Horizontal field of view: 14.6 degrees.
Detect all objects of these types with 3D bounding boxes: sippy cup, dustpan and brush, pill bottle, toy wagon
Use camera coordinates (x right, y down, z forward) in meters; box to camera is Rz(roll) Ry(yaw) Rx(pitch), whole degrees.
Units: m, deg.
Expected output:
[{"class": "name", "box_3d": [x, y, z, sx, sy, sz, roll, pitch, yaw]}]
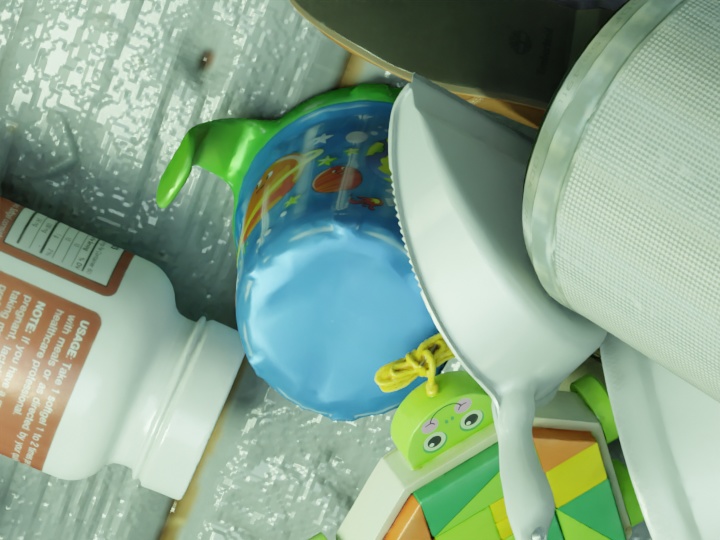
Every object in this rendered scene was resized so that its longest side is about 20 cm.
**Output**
[{"class": "sippy cup", "box_3d": [0.000, 0.000, 1.280, 0.177, 0.130, 0.140, -3, 112, 8]}, {"class": "dustpan and brush", "box_3d": [0.065, 0.029, 1.197, 0.057, 0.200, 0.139, -34, 144, 25]}, {"class": "pill bottle", "box_3d": [-0.159, 0.030, 1.323, 0.200, 0.112, 0.112, 24, 113, -2]}, {"class": "toy wagon", "box_3d": [0.050, 0.106, 1.266, 0.155, 0.040, 0.200, -30, 140, -8]}]

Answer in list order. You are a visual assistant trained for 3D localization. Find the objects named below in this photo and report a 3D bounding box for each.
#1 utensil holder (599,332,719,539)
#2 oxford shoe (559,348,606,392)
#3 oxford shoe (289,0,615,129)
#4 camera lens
[{"class": "utensil holder", "box_3d": [0.227, 0.064, 1.256, 0.200, 0.170, 0.170, -18, 109, 13]}, {"class": "oxford shoe", "box_3d": [0.058, 0.117, 1.351, 0.071, 0.074, 0.200, 35, 112, -7]}, {"class": "oxford shoe", "box_3d": [0.055, -0.096, 1.266, 0.200, 0.071, 0.071, 22, 69, -2]}, {"class": "camera lens", "box_3d": [0.177, -0.020, 1.127, 0.200, 0.160, 0.160, 33, 118, 31]}]
